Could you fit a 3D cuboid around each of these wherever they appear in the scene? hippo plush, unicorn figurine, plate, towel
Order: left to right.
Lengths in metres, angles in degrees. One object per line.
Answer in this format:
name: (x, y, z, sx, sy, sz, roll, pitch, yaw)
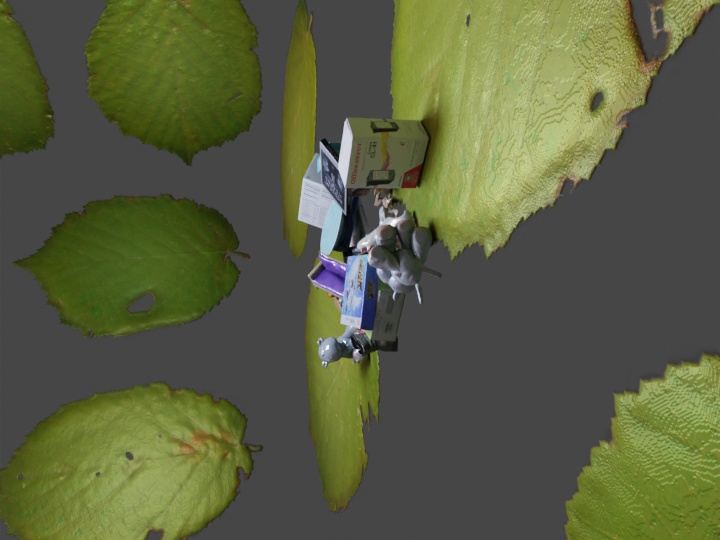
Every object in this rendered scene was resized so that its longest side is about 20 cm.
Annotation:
plate: (-0.090, -0.140, 1.811, 0.199, 0.025, 0.208, -165, 89, -70)
hippo plush: (-0.073, 0.255, 1.926, 0.200, 0.155, 0.166, 148, 117, -72)
towel: (-0.055, -0.167, 1.839, 0.111, 0.047, 0.208, 169, 113, -68)
unicorn figurine: (0.068, -0.111, 1.561, 0.137, 0.071, 0.207, -132, 57, -66)
hippo plush: (0.115, -0.019, 1.341, 0.198, 0.161, 0.161, 37, 167, 14)

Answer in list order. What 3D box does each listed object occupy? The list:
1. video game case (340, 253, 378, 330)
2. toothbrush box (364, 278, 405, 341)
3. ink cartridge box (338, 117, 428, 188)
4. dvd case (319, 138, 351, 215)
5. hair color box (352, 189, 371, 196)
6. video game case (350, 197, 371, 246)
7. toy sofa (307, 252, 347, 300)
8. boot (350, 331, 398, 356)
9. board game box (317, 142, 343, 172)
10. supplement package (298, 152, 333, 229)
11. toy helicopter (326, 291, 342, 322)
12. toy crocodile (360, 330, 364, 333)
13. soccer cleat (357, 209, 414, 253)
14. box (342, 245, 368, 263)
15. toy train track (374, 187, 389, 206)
video game case: (-0.003, 0.060, 1.559, 0.180, 0.044, 0.208, 177, 99, -70)
toothbrush box: (0.049, 0.095, 1.590, 0.200, 0.083, 0.151, -132, 51, -63)
ink cartridge box: (0.054, -0.283, 1.322, 0.151, 0.192, 0.087, 101, 158, -43)
dvd case: (-0.076, -0.283, 1.662, 0.152, 0.024, 0.202, 53, 160, 23)
hair color box: (-0.008, -0.291, 1.701, 0.200, 0.107, 0.067, 150, 115, -73)
video game case: (-0.008, -0.121, 1.887, 0.203, 0.023, 0.186, 105, 156, -49)
toy sofa: (-0.081, 0.026, 1.731, 0.197, 0.083, 0.099, 23, 152, 45)
boot: (0.027, 0.193, 1.640, 0.200, 0.126, 0.070, -135, 45, -67)
board game box: (-0.052, -0.366, 1.767, 0.199, 0.145, 0.049, 166, 100, -73)
supplement package: (-0.129, -0.282, 1.977, 0.203, 0.146, 0.155, 106, -177, -49)
toy helicopter: (-0.035, 0.107, 1.780, 0.198, 0.077, 0.138, 3, 102, 58)
toy crocodile: (0.014, 0.170, 1.803, 0.069, 0.059, 0.205, 107, 155, -50)
soccer cleat: (0.068, -0.099, 1.460, 0.196, 0.068, 0.081, -19, 68, 42)
box: (0.000, 0.000, 1.796, 0.199, 0.042, 0.167, -178, 80, -69)
toy train track: (0.077, -0.278, 1.531, 0.115, 0.031, 0.206, -59, -17, -61)
